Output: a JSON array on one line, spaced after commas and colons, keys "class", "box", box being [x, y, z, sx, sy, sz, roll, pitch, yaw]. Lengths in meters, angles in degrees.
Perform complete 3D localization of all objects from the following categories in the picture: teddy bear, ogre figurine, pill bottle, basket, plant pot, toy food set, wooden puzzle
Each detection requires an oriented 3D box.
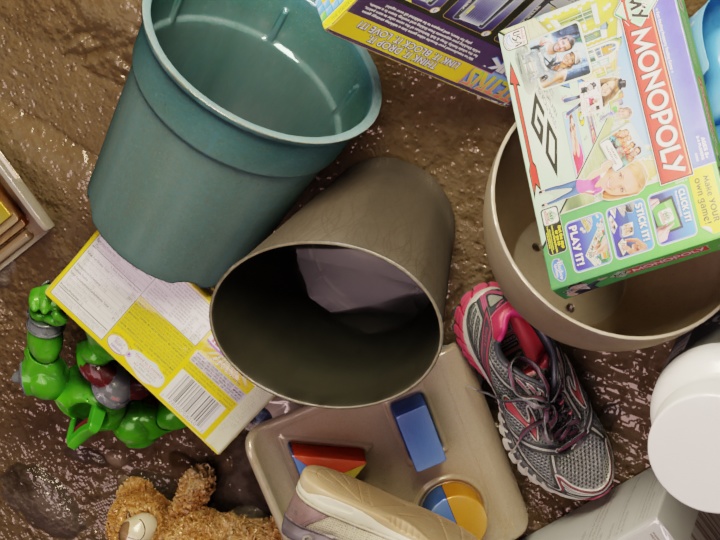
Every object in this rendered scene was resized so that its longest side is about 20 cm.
[{"class": "teddy bear", "box": [-0.142, 0.251, 1.708, 0.199, 0.067, 0.146, 29, 116, 7]}, {"class": "ogre figurine", "box": [-0.220, 0.092, 1.649, 0.199, 0.099, 0.120, 16, 135, -36]}, {"class": "pill bottle", "box": [0.279, 0.092, 1.400, 0.115, 0.200, 0.117, 8, 114, 17]}, {"class": "basket", "box": [0.000, 0.000, 1.466, 0.179, 0.200, 0.137, 1, 115, 17]}, {"class": "plant pot", "box": [-0.115, -0.104, 1.486, 0.200, 0.200, 0.196, 37, 127, 3]}, {"class": "toy food set", "box": [-0.379, -0.045, 1.679, 0.200, 0.060, 0.144, -34, 96, 30]}, {"class": "wooden puzzle", "box": [0.027, 0.178, 1.541, 0.199, 0.046, 0.186, -24, 110, -6]}, {"class": "plant pot", "box": [0.176, -0.023, 1.418, 0.200, 0.201, 0.135, 38, 157, 3]}]

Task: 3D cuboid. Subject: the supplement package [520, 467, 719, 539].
[{"class": "supplement package", "box": [0.207, 0.261, 1.547, 0.200, 0.117, 0.118, -34, 99, 30]}]

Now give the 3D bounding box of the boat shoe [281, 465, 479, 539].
[{"class": "boat shoe", "box": [0.029, 0.224, 1.502, 0.199, 0.072, 0.065, 28, 108, -12]}]

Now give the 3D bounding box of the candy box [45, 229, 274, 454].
[{"class": "candy box", "box": [-0.157, 0.049, 1.560, 0.200, 0.026, 0.102, 44, 109, -2]}]

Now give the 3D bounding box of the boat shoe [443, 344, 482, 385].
[{"class": "boat shoe", "box": [0.017, 0.143, 1.586, 0.200, 0.091, 0.071, -39, 94, 29]}]

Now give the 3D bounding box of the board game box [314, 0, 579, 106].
[{"class": "board game box", "box": [0.089, -0.213, 1.359, 0.165, 0.199, 0.057, -40, 51, 30]}]

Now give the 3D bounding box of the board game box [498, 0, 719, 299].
[{"class": "board game box", "box": [0.179, -0.096, 1.316, 0.134, 0.029, 0.201, -19, 70, 24]}]

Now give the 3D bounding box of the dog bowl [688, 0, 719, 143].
[{"class": "dog bowl", "box": [0.273, -0.097, 1.355, 0.049, 0.111, 0.201, -26, 71, 43]}]

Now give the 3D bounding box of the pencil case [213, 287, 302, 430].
[{"class": "pencil case", "box": [-0.118, 0.056, 1.608, 0.089, 0.078, 0.200, -43, 93, 2]}]

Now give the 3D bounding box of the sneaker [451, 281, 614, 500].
[{"class": "sneaker", "box": [0.142, 0.104, 1.509, 0.080, 0.075, 0.201, -37, 106, -11]}]
